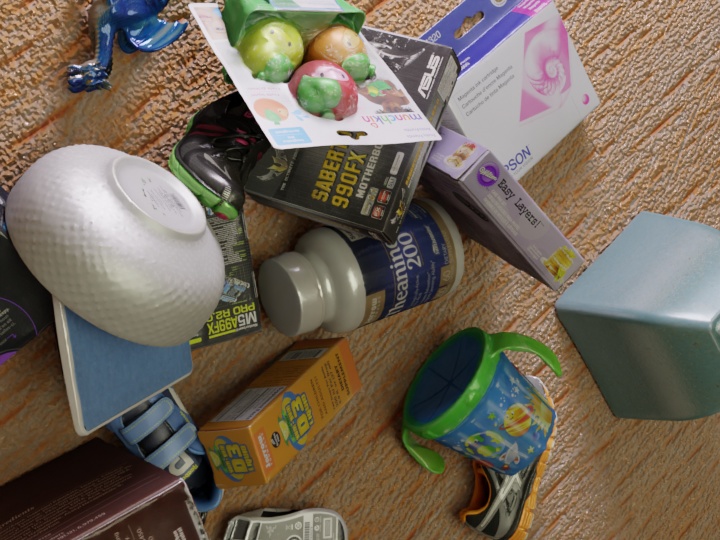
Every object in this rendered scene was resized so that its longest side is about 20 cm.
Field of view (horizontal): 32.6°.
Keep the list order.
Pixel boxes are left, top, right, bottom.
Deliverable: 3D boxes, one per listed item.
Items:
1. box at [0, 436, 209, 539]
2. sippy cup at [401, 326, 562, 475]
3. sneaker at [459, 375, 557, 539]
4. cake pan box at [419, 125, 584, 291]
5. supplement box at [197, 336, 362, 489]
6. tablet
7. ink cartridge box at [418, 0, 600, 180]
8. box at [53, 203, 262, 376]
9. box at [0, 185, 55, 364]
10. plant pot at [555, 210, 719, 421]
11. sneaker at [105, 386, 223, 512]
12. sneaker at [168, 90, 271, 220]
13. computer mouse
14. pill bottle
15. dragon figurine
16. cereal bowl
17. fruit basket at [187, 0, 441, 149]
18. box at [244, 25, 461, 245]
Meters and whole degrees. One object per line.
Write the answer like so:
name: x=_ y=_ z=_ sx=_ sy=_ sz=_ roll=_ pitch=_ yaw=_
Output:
box: x=-0.238 y=0.270 z=1.087 sx=0.164 sy=0.200 sz=0.166 roll=-27 pitch=109 yaw=-29
sippy cup: x=0.138 y=0.153 z=1.350 sx=0.130 sy=0.178 sz=0.140 roll=36 pitch=63 yaw=-18
sneaker: x=0.172 y=0.217 z=1.433 sx=0.077 sy=0.078 sz=0.200 roll=17 pitch=77 yaw=-13
cake pan box: x=0.123 y=-0.077 z=1.301 sx=0.052 sy=0.200 sz=0.184 roll=-45 pitch=119 yaw=-4
supplement box: x=-0.075 y=0.137 z=1.217 sx=0.200 sy=0.069 sz=0.067 roll=-40 pitch=118 yaw=-52
tablet: x=-0.204 y=0.055 z=1.082 sx=0.200 sy=0.014 sz=0.130 roll=-29 pitch=114 yaw=-67
ink cartridge box: x=0.167 y=-0.218 z=1.409 sx=0.196 sy=0.043 sz=0.200 roll=-42 pitch=116 yaw=-23
box: x=-0.200 y=0.004 z=1.183 sx=0.200 sy=0.044 sz=0.161 roll=-15 pitch=103 yaw=-31
box: x=-0.349 y=-0.022 z=1.024 sx=0.122 sy=0.106 sz=0.200 roll=-38 pitch=117 yaw=4
plant pot: x=0.399 y=0.062 z=1.491 sx=0.196 sy=0.200 sz=0.196 roll=-43 pitch=115 yaw=-23
sneaker: x=-0.188 y=0.153 z=1.158 sx=0.074 sy=0.082 sz=0.200 roll=-39 pitch=126 yaw=-5
sneaker: x=-0.123 y=-0.117 z=1.138 sx=0.084 sy=0.200 sz=0.077 roll=-39 pitch=118 yaw=20
computer mouse: x=-0.108 y=0.284 z=1.271 sx=0.200 sy=0.044 sz=0.110 roll=3 pitch=88 yaw=-28
pill bottle: x=0.000 y=0.000 z=1.274 sx=0.200 sy=0.111 sz=0.111 roll=-19 pitch=104 yaw=-31
dragon figurine: x=-0.202 y=-0.236 z=1.151 sx=0.200 sy=0.059 sz=0.100 roll=-32 pitch=111 yaw=-27
cereal bowl: x=-0.192 y=-0.036 z=1.037 sx=0.200 sy=0.200 sz=0.083 roll=27 pitch=117 yaw=-32
fruit basket: x=-0.041 y=-0.188 z=1.136 sx=0.185 sy=0.200 sz=0.094 roll=-7 pitch=135 yaw=-34
box: x=-0.007 y=-0.143 z=1.233 sx=0.200 sy=0.158 sz=0.048 roll=-68 pitch=159 yaw=-9
